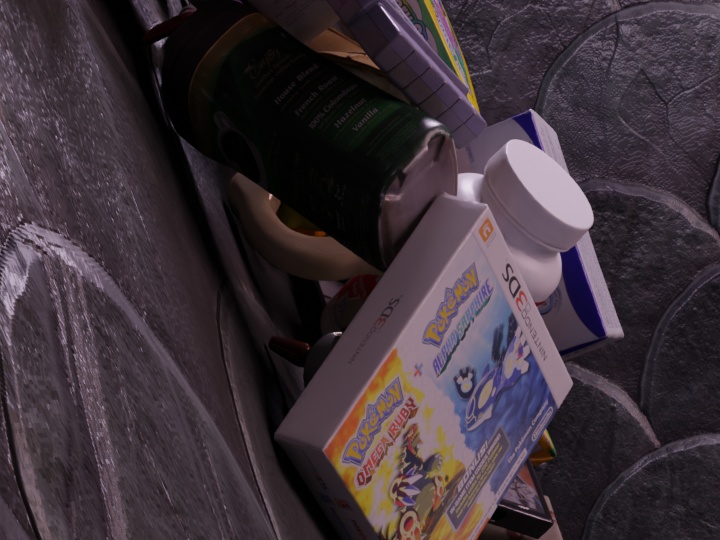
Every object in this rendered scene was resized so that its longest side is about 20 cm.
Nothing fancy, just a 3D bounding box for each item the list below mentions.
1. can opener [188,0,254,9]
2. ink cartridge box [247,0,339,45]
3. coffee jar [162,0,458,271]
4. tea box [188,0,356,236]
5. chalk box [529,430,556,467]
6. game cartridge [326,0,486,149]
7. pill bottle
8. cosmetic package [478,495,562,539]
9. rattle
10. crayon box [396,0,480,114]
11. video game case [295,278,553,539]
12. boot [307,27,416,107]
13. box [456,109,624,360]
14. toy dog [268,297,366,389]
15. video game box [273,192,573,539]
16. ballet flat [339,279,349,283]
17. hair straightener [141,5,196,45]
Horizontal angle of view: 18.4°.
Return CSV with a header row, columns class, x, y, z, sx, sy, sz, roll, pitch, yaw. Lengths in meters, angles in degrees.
class,x,y,z,sx,sy,sz,roll,pitch,yaw
can opener,-0.136,-0.242,1.557,0.200,0.053,0.067,42,10,-48
ink cartridge box,-0.106,-0.261,1.481,0.200,0.043,0.174,59,10,30
coffee jar,-0.036,-0.090,1.419,0.200,0.085,0.105,33,-25,24
tea box,-0.040,-0.151,1.835,0.201,0.133,0.197,-108,171,-47
chalk box,0.071,0.086,1.937,0.124,0.124,0.201,53,15,-68
game cartridge,0.002,-0.176,1.436,0.200,0.038,0.130,56,5,38
pill bottle,0.072,0.004,1.605,0.112,0.200,0.113,34,27,-20
cosmetic package,0.119,0.261,1.667,0.200,0.087,0.104,-103,-173,-66
rattle,0.000,0.000,1.560,0.200,0.130,0.143,34,-47,23
crayon box,0.029,-0.213,1.765,0.173,0.058,0.201,-94,160,-66
video game case,0.048,0.101,1.685,0.180,0.026,0.201,22,33,-36
boot,-0.032,-0.142,1.579,0.200,0.174,0.067,-46,151,-80
box,0.128,-0.016,1.760,0.200,0.104,0.185,13,58,-79
toy dog,0.006,0.083,1.471,0.096,0.132,0.200,22,-27,32
video game box,0.046,0.086,1.390,0.047,0.200,0.183,12,-33,39
ballet flat,0.018,0.084,1.793,0.071,0.070,0.201,21,44,-83
hair straightener,-0.120,-0.146,1.581,0.200,0.041,0.077,-111,176,-80
